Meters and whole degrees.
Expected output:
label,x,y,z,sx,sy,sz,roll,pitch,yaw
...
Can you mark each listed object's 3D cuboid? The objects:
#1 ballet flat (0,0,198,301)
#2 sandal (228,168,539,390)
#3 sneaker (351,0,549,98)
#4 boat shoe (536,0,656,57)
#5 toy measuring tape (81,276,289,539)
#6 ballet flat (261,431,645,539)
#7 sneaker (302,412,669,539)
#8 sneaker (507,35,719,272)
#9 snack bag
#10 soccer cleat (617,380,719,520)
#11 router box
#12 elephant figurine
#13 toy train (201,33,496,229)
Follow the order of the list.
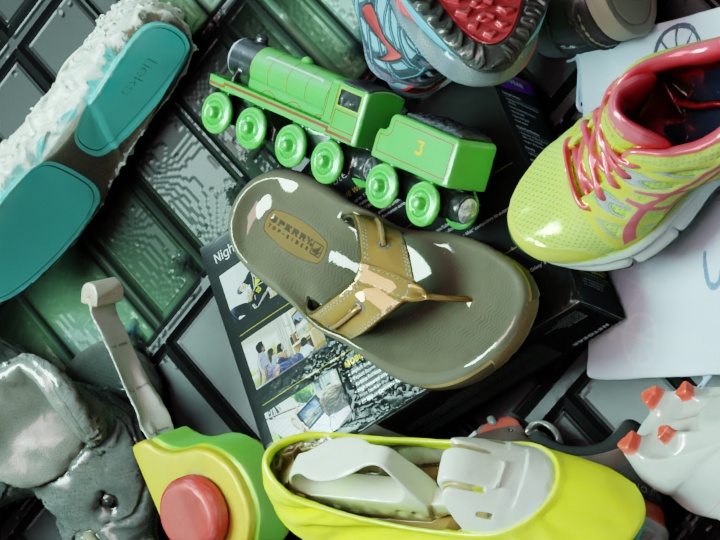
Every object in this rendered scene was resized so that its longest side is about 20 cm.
label,x,y,z,sx,sy,sz,roll,pitch,yaw
ballet flat,-0.167,-0.070,1.547,0.072,0.072,0.200,39,90,27
sandal,0.000,0.000,1.382,0.200,0.054,0.080,28,92,36
sneaker,0.043,-0.126,1.385,0.200,0.079,0.096,-118,25,-59
boat shoe,0.090,-0.203,1.385,0.063,0.073,0.200,-22,79,38
toy measuring tape,-0.085,0.087,1.458,0.074,0.074,0.200,-27,82,26
ballet flat,0.038,0.107,1.339,0.200,0.067,0.067,2,55,31
sneaker,0.066,0.117,1.409,0.200,0.077,0.082,-8,61,25
sneaker,0.133,-0.064,1.288,0.200,0.090,0.078,-32,60,38
snack bag,0.175,-0.035,1.344,0.200,0.021,0.189,-8,82,53
soccer cleat,0.200,0.084,1.275,0.200,0.078,0.069,-8,48,61
router box,0.023,0.007,1.432,0.200,0.051,0.149,-32,61,24
elephant figurine,-0.165,0.097,1.517,0.200,0.155,0.142,-3,41,20
toy train,-0.009,-0.073,1.414,0.200,0.042,0.056,26,106,42
